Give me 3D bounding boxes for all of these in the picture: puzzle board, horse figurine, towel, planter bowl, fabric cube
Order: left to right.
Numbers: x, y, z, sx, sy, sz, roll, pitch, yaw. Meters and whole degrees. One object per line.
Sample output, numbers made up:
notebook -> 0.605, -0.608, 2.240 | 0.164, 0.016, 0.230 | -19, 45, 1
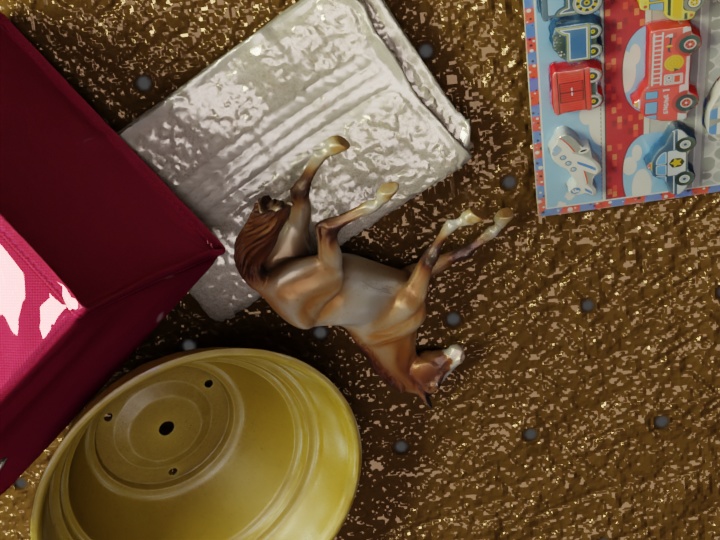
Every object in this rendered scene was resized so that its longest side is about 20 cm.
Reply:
fabric cube -> -0.227, 0.002, 0.740 | 0.200, 0.196, 0.199 | 46, 105, 4
planter bowl -> -0.106, 0.113, 0.844 | 0.199, 0.083, 0.201 | -13, 123, -20
towel -> -0.045, -0.068, 0.819 | 0.200, 0.035, 0.133 | -34, 105, 13
horse figurine -> 0.000, 0.000, 0.809 | 0.199, 0.050, 0.133 | 18, 122, -37
puzzle board -> 0.165, -0.108, 0.760 | 0.150, 0.017, 0.201 | -7, 138, 4
